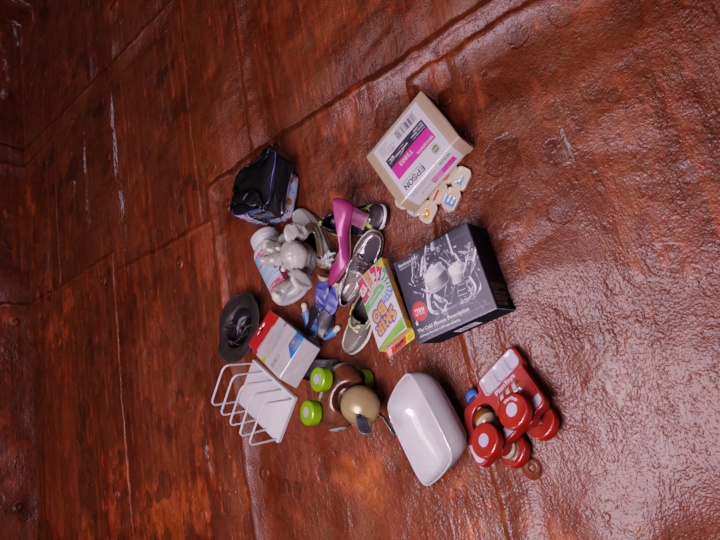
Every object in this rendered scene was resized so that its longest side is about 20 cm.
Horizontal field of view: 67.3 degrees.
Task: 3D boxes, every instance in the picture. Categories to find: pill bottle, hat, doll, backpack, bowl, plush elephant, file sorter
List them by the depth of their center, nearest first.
[{"bbox_3d":[0.143,0.324,1.136,0.203,0.073,0.202,60,150,28],"label":"bowl"},{"bbox_3d":[-0.169,-0.025,1.300,0.194,0.154,0.171,-11,78,16],"label":"plush elephant"},{"bbox_3d":[-0.104,0.113,1.402,0.134,0.048,0.206,23,106,29],"label":"doll"},{"bbox_3d":[-0.225,-0.016,1.471,0.109,0.107,0.203,-45,61,25],"label":"pill bottle"},{"bbox_3d":[-0.296,0.362,1.484,0.198,0.123,0.142,31,105,35],"label":"file sorter"},{"bbox_3d":[-0.269,-0.217,1.493,0.186,0.153,0.206,-7,62,36],"label":"backpack"},{"bbox_3d":[-0.326,0.168,1.545,0.197,0.080,0.207,-18,62,37],"label":"hat"}]

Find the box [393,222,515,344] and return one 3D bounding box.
[{"bbox_3d":[0.193,0.033,1.140,0.197,0.103,0.187,-29,68,32],"label":"box"}]

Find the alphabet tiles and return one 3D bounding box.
[{"bbox_3d":[0.161,-0.218,1.244,0.198,0.014,0.200,34,104,35],"label":"alphabet tiles"}]

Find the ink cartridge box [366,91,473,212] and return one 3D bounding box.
[{"bbox_3d":[0.129,-0.266,1.220,0.200,0.074,0.167,-47,58,22],"label":"ink cartridge box"}]

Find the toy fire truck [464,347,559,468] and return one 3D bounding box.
[{"bbox_3d":[0.278,0.276,1.063,0.202,0.110,0.170,-53,33,22],"label":"toy fire truck"}]

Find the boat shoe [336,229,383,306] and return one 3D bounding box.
[{"bbox_3d":[0.000,0.000,1.302,0.203,0.070,0.065,-60,13,16],"label":"boat shoe"}]

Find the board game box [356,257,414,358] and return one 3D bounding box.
[{"bbox_3d":[0.053,0.082,1.198,0.095,0.029,0.204,-43,54,34],"label":"board game box"}]

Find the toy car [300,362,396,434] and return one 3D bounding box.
[{"bbox_3d":[-0.011,0.318,1.214,0.198,0.161,0.162,29,103,47],"label":"toy car"}]

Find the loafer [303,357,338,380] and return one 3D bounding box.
[{"bbox_3d":[-0.132,0.249,1.406,0.195,0.072,0.074,11,78,33],"label":"loafer"}]

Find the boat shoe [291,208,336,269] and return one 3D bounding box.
[{"bbox_3d":[-0.133,-0.092,1.431,0.075,0.068,0.202,-49,59,23],"label":"boat shoe"}]

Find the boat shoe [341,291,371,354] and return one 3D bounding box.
[{"bbox_3d":[0.001,0.114,1.311,0.072,0.059,0.206,39,109,33],"label":"boat shoe"}]

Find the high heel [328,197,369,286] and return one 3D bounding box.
[{"bbox_3d":[-0.059,-0.068,1.295,0.094,0.068,0.205,23,98,-9],"label":"high heel"}]

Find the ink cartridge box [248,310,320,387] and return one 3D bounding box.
[{"bbox_3d":[-0.201,0.197,1.397,0.198,0.067,0.118,29,84,51],"label":"ink cartridge box"}]

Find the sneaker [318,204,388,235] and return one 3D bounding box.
[{"bbox_3d":[-0.021,-0.120,1.336,0.196,0.082,0.074,-10,80,37],"label":"sneaker"}]
